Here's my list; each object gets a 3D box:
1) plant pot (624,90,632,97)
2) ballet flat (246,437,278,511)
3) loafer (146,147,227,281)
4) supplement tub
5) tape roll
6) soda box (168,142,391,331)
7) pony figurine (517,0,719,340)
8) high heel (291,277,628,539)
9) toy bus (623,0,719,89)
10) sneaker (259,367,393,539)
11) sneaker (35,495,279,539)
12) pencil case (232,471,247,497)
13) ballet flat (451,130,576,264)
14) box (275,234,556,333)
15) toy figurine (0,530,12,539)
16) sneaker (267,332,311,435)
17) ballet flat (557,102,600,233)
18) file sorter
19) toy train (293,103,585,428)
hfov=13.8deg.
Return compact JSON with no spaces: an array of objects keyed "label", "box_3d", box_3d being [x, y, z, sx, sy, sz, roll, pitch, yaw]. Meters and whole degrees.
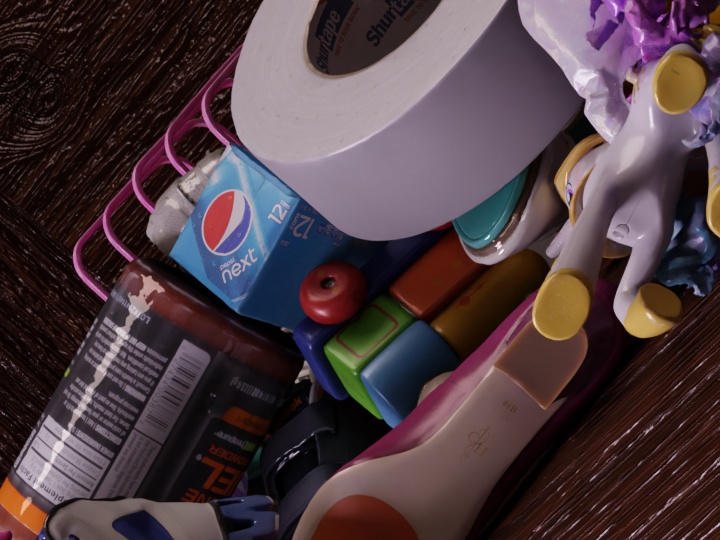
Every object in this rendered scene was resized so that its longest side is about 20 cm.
[{"label":"plant pot","box_3d":[0.184,-0.196,1.574,0.201,0.201,0.195,-51,11,-24]},{"label":"ballet flat","box_3d":[-0.032,0.124,1.668,0.199,0.065,0.071,-7,36,38]},{"label":"loafer","box_3d":[-0.040,-0.037,1.585,0.070,0.070,0.200,-55,-16,20]},{"label":"supplement tub","box_3d":[-0.118,0.102,1.509,0.201,0.107,0.107,-60,3,3]},{"label":"tape roll","box_3d":[0.032,-0.114,1.398,0.200,0.066,0.201,-32,36,27]},{"label":"soda box","box_3d":[0.000,0.000,1.526,0.199,0.064,0.068,19,-76,-47]},{"label":"pony figurine","box_3d":[0.127,-0.068,1.235,0.200,0.166,0.194,-86,22,-74]},{"label":"high heel","box_3d":[0.046,0.083,1.328,0.200,0.067,0.096,-43,-5,18]},{"label":"toy bus","box_3d":[0.169,-0.130,1.417,0.199,0.079,0.065,4,43,42]},{"label":"sneaker","box_3d":[-0.016,0.109,1.504,0.078,0.079,0.200,-46,13,30]},{"label":"sneaker","box_3d":[-0.092,0.160,1.289,0.200,0.114,0.081,-106,29,-61]},{"label":"pencil case","box_3d":[-0.101,0.157,1.598,0.086,0.083,0.201,66,-154,-61]},{"label":"ballet flat","box_3d":[0.076,-0.056,1.417,0.069,0.069,0.200,-48,25,19]},{"label":"box","box_3d":[0.040,0.010,1.765,0.200,0.106,0.152,-46,5,45]},{"label":"toy figurine","box_3d":[-0.135,0.187,1.403,0.150,0.184,0.200,-49,3,17]},{"label":"sneaker","box_3d":[-0.059,0.056,1.706,0.199,0.074,0.080,-12,61,33]},{"label":"ballet flat","box_3d":[0.089,-0.097,1.558,0.065,0.201,0.071,11,42,36]},{"label":"file sorter","box_3d":[-0.066,-0.047,1.792,0.139,0.125,0.200,-52,4,-41]},{"label":"toy train","box_3d":[0.075,0.003,1.460,0.200,0.116,0.085,-42,-42,-12]}]
